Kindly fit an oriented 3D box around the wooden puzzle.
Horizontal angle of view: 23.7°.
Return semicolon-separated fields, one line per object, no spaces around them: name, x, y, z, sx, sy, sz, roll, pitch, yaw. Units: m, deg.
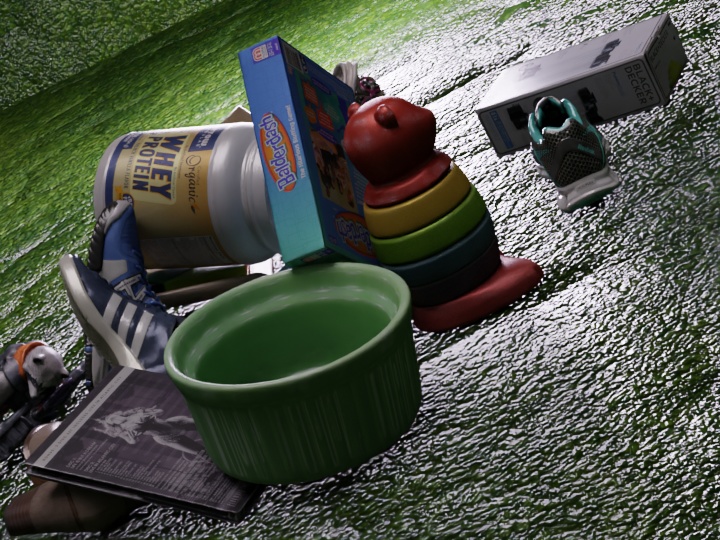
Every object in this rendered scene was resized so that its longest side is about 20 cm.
wooden puzzle;-0.184;0.001;1.817;0.184;0.037;0.200;-12;13;-1

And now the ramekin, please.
ramekin;-0.046;0.082;1.353;0.199;0.098;0.200;-13;24;6

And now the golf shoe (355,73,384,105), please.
golf shoe;-0.016;-0.123;1.820;0.072;0.092;0.200;8;52;-3

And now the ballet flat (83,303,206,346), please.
ballet flat;-0.200;0.063;1.731;0.199;0.057;0.066;-18;20;28

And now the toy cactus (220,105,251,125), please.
toy cactus;-0.090;-0.108;1.884;0.102;0.165;0.200;-43;8;20

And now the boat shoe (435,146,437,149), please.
boat shoe;0.053;-0.112;1.833;0.066;0.072;0.201;4;5;-2

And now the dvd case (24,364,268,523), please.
dvd case;-0.154;0.140;1.414;0.199;0.016;0.149;10;35;22

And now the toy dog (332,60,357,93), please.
toy dog;0.013;-0.097;1.665;0.132;0.096;0.200;120;152;-43

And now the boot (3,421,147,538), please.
boot;-0.221;0.170;1.487;0.146;0.070;0.200;-18;21;11

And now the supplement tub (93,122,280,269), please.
supplement tub;-0.155;-0.076;1.747;0.199;0.145;0.144;-3;28;25

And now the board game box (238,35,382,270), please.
board game box;-0.035;-0.087;1.501;0.045;0.201;0.152;-21;-21;20

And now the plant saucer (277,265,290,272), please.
plant saucer;0.000;0.000;1.648;0.200;0.039;0.201;-24;20;9

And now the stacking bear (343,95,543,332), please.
stacking bear;0.053;-0.059;1.472;0.114;0.200;0.121;-32;19;-13

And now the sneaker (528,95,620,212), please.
sneaker;0.194;-0.129;1.632;0.077;0.091;0.200;-26;19;3

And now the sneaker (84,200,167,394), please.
sneaker;-0.225;0.031;1.681;0.077;0.201;0.076;-2;-3;9

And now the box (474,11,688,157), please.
box;0.232;-0.193;1.796;0.200;0.060;0.117;-17;21;30

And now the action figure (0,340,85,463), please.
action figure;-0.373;0.133;1.729;0.193;0.105;0.200;-28;14;32

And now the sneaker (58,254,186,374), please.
sneaker;-0.206;0.053;1.606;0.084;0.200;0.075;-33;-20;-15
